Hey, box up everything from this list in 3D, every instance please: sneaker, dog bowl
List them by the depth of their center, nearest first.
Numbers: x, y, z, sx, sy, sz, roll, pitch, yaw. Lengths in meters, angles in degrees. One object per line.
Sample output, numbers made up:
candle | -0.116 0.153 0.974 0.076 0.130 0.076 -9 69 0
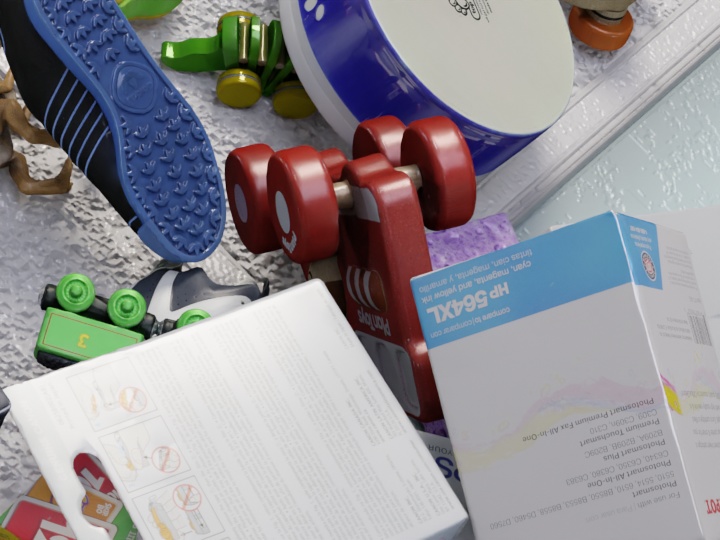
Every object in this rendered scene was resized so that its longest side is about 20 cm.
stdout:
sneaker | -0.071 0.068 1.275 0.199 0.080 0.130 36 63 13
sneaker | -0.152 -0.092 1.283 0.070 0.078 0.201 -33 100 -33
dog bowl | 0.046 -0.159 1.416 0.199 0.079 0.202 25 49 -32

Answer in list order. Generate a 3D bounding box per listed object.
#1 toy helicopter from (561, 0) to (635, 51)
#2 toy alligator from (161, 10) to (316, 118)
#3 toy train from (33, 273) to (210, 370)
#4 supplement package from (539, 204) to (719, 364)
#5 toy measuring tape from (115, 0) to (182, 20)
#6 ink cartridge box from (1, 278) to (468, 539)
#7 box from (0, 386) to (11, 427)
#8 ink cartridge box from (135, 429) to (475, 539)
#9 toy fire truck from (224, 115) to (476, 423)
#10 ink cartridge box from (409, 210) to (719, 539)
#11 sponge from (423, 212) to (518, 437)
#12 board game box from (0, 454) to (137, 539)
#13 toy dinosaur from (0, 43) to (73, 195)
toy helicopter | 0.170 -0.259 1.579 0.131 0.079 0.200 27 44 6
toy alligator | -0.032 -0.138 1.426 0.198 0.054 0.060 10 59 -16
toy train | -0.090 0.054 1.211 0.198 0.042 0.057 17 71 -6
supplement package | 0.176 0.059 1.322 0.199 0.111 0.157 -8 63 -49
toy measuring tape | -0.139 -0.169 1.395 0.073 0.074 0.202 5 60 -18
ink cartridge box | -0.067 0.104 1.106 0.199 0.057 0.163 -21 66 -27
box | -0.296 0.058 1.121 0.123 0.199 0.201 -28 75 -31
ink cartridge box | -0.023 0.164 1.134 0.195 0.043 0.201 15 51 -12
toy fire truck | 0.000 0.000 1.286 0.111 0.200 0.170 -13 98 -18
ink cartridge box | 0.126 0.087 1.148 0.128 0.124 0.202 12 63 -65
sponge | 0.082 0.063 1.370 0.111 0.030 0.201 -13 67 -27
board game box | -0.100 0.168 1.206 0.199 0.030 0.096 32 53 17
toy dinosaur | -0.230 -0.074 1.319 0.105 0.061 0.201 9 48 -2
